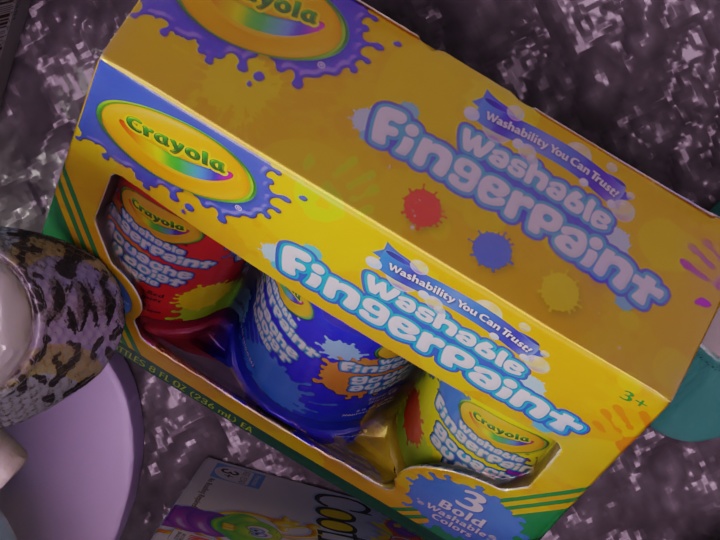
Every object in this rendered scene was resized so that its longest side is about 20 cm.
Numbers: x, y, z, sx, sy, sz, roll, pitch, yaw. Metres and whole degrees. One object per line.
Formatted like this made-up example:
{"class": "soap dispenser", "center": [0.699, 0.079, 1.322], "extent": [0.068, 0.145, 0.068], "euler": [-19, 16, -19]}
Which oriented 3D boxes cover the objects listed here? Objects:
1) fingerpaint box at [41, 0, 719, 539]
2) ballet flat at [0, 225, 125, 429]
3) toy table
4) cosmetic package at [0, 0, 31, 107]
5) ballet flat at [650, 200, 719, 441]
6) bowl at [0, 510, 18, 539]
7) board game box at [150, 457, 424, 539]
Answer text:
{"class": "fingerpaint box", "center": [0.000, 0.000, 0.783], "extent": [0.199, 0.074, 0.167], "euler": [31, 149, -1]}
{"class": "ballet flat", "center": [-0.161, 0.021, 0.728], "extent": [0.199, 0.072, 0.073], "euler": [-3, 104, -23]}
{"class": "toy table", "center": [-0.172, 0.105, 0.854], "extent": [0.183, 0.117, 0.201], "euler": [33, 105, 0]}
{"class": "cosmetic package", "center": [-0.217, -0.120, 0.828], "extent": [0.199, 0.090, 0.107], "euler": [20, 104, 6]}
{"class": "ballet flat", "center": [0.162, -0.017, 0.805], "extent": [0.200, 0.070, 0.067], "euler": [-43, 81, 14]}
{"class": "bowl", "center": [-0.207, 0.137, 0.753], "extent": [0.199, 0.105, 0.202], "euler": [2, 103, 8]}
{"class": "board game box", "center": [-0.039, 0.187, 0.860], "extent": [0.102, 0.105, 0.201], "euler": [15, 103, 4]}
